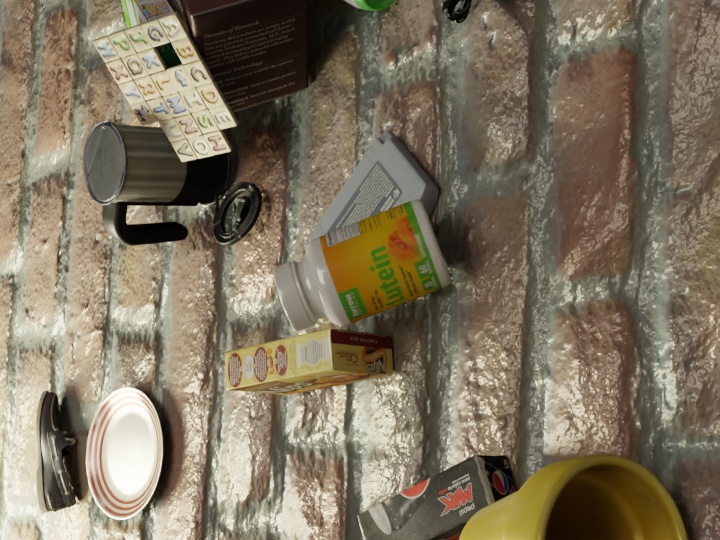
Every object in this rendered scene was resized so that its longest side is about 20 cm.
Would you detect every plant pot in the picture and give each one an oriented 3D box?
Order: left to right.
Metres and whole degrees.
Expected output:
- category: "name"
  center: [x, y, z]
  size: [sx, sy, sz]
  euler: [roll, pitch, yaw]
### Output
- category: "plant pot"
  center: [0.201, 0.299, 1.263]
  size: [0.188, 0.199, 0.203]
  euler: [-25, 65, 56]

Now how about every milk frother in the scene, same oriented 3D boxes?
- category: "milk frother"
  center: [-0.265, -0.123, 1.765]
  size: [0.199, 0.187, 0.183]
  euler: [-2, 91, 47]

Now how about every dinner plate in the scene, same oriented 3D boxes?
- category: "dinner plate"
  center: [-0.359, 0.282, 1.909]
  size: [0.199, 0.024, 0.203]
  euler: [-8, 78, 42]

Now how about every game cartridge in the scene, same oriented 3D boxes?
- category: "game cartridge"
  center: [0.016, -0.062, 1.596]
  size: [0.201, 0.041, 0.134]
  euler: [-53, 56, 24]

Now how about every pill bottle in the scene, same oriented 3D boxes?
- category: "pill bottle"
  center: [0.000, 0.000, 1.489]
  size: [0.198, 0.111, 0.112]
  euler: [-21, 65, 3]

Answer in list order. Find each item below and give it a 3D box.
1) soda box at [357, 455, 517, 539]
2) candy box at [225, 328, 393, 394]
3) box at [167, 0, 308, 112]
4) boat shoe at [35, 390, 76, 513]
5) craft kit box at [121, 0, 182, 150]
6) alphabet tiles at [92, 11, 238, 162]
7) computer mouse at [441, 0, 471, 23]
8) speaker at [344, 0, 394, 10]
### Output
- category: "soda box"
  center: [0.090, 0.283, 1.448]
  size: [0.199, 0.063, 0.071]
  euler: [-34, 61, 34]
- category: "candy box"
  center: [-0.068, 0.120, 1.590]
  size: [0.199, 0.115, 0.056]
  euler: [-14, 73, 42]
- category: "box"
  center: [-0.173, -0.346, 1.678]
  size: [0.201, 0.162, 0.167]
  euler: [92, 155, -55]
- category: "boat shoe"
  center: [-0.496, 0.295, 2.029]
  size: [0.062, 0.073, 0.202]
  euler: [-5, 69, -1]
- category: "craft kit box"
  center: [-0.283, -0.303, 1.731]
  size: [0.198, 0.048, 0.202]
  euler: [52, 156, 45]
- category: "alphabet tiles"
  center: [-0.253, -0.236, 1.647]
  size: [0.166, 0.008, 0.201]
  euler: [-7, 122, 39]
- category: "computer mouse"
  center: [0.090, -0.406, 1.575]
  size: [0.200, 0.044, 0.110]
  euler: [45, 115, 38]
- category: "speaker"
  center: [-0.030, -0.417, 1.664]
  size: [0.200, 0.088, 0.089]
  euler: [38, 109, 41]
